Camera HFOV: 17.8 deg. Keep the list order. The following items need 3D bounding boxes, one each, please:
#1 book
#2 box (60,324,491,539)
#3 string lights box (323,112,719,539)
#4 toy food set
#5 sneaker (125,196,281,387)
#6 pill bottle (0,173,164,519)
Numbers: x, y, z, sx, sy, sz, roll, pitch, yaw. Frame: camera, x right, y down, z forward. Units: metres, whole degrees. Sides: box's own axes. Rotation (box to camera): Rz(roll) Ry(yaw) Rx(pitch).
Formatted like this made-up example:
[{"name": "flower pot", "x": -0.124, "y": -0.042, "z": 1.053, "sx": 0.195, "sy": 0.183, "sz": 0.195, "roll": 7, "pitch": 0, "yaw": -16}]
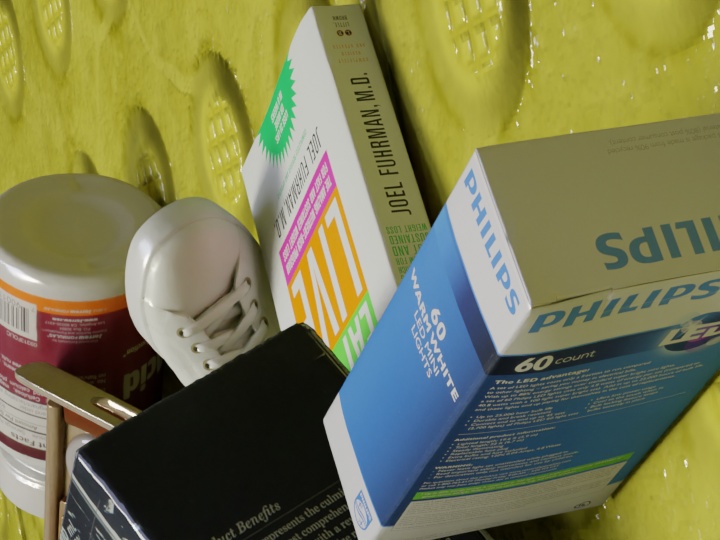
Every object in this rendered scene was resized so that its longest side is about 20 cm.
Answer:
[{"name": "book", "x": 0.000, "y": 0.000, "z": 1.035, "sx": 0.134, "sy": 0.048, "sz": 0.201, "roll": 115, "pitch": 144, "yaw": -55}, {"name": "box", "x": -0.025, "y": 0.168, "z": 0.958, "sx": 0.197, "sy": 0.124, "sz": 0.200, "roll": 50, "pitch": 148, "yaw": 22}, {"name": "string lights box", "x": 0.064, "y": 0.027, "z": 0.784, "sx": 0.200, "sy": 0.102, "sz": 0.059, "roll": 118, "pitch": 139, "yaw": -58}, {"name": "toy food set", "x": -0.144, "y": 0.160, "z": 1.348, "sx": 0.143, "sy": 0.060, "sz": 0.201, "roll": 24, "pitch": 130, "yaw": 21}, {"name": "sneaker", "x": -0.051, "y": 0.046, "z": 1.118, "sx": 0.085, "sy": 0.073, "sz": 0.200, "roll": 38, "pitch": 160, "yaw": 38}, {"name": "pill bottle", "x": -0.177, "y": 0.051, "z": 1.414, "sx": 0.114, "sy": 0.114, "sz": 0.201, "roll": -122, "pitch": 30, "yaw": -45}]
